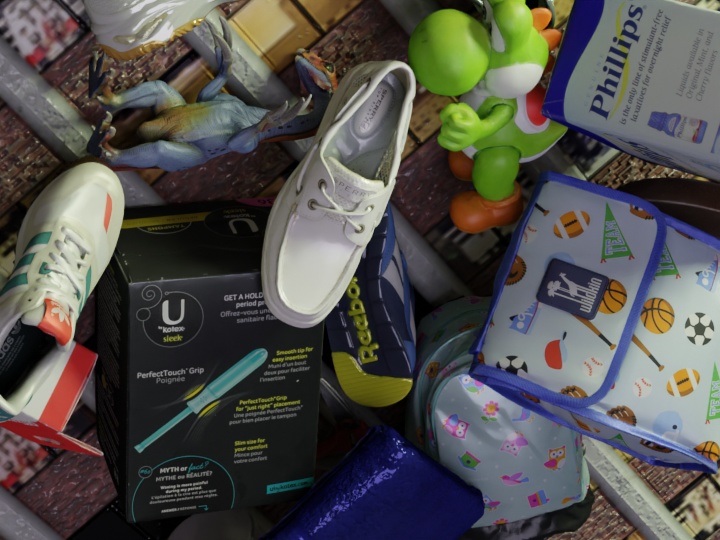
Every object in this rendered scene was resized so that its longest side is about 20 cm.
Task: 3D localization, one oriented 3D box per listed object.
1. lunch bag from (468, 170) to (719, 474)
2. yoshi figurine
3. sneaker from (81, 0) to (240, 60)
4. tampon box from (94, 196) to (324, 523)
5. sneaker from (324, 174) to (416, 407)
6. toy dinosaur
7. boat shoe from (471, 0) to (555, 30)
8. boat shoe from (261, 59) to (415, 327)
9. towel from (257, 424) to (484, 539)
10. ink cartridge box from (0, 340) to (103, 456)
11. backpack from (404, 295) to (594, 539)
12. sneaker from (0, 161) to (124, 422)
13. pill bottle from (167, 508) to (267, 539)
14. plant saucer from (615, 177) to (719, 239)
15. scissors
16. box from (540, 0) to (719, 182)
[{"bbox_3d":[0.190,0.039,1.597,0.199,0.124,0.171,25,79,-18],"label":"lunch bag"},{"bbox_3d":[0.077,-0.124,1.565,0.112,0.112,0.200,-40,149,-30],"label":"yoshi figurine"},{"bbox_3d":[-0.103,-0.225,1.490,0.200,0.076,0.088,-30,104,-13],"label":"sneaker"},{"bbox_3d":[-0.115,0.063,1.608,0.149,0.126,0.201,-5,118,-17],"label":"tampon box"},{"bbox_3d":[0.000,0.000,1.652,0.074,0.082,0.201,-5,103,13],"label":"sneaker"},{"bbox_3d":[-0.111,-0.114,1.568,0.181,0.105,0.200,8,148,-32],"label":"toy dinosaur"},{"bbox_3d":[0.080,-0.244,1.547,0.073,0.062,0.200,-37,123,2],"label":"boat shoe"},{"bbox_3d":[-0.014,-0.058,1.506,0.071,0.069,0.201,21,81,-13],"label":"boat shoe"},{"bbox_3d":[-0.013,0.208,1.635,0.200,0.050,0.148,-41,139,8],"label":"towel"},{"bbox_3d":[-0.273,0.059,1.552,0.200,0.116,0.067,34,73,-31],"label":"ink cartridge box"},{"bbox_3d":[0.110,0.120,1.716,0.166,0.127,0.201,-13,117,-8],"label":"backpack"},{"bbox_3d":[-0.207,0.018,1.464,0.070,0.093,0.200,38,75,-29],"label":"sneaker"},{"bbox_3d":[-0.088,0.289,1.749,0.109,0.109,0.200,-24,122,-5],"label":"pill bottle"},{"bbox_3d":[0.269,-0.024,1.678,0.200,0.200,0.035,26,68,-28],"label":"plant saucer"},{"bbox_3d":[-0.003,0.117,1.680,0.073,0.014,0.200,-4,154,-5],"label":"scissors"},{"bbox_3d":[0.264,-0.119,1.550,0.184,0.199,0.105,16,93,-57],"label":"box"}]
